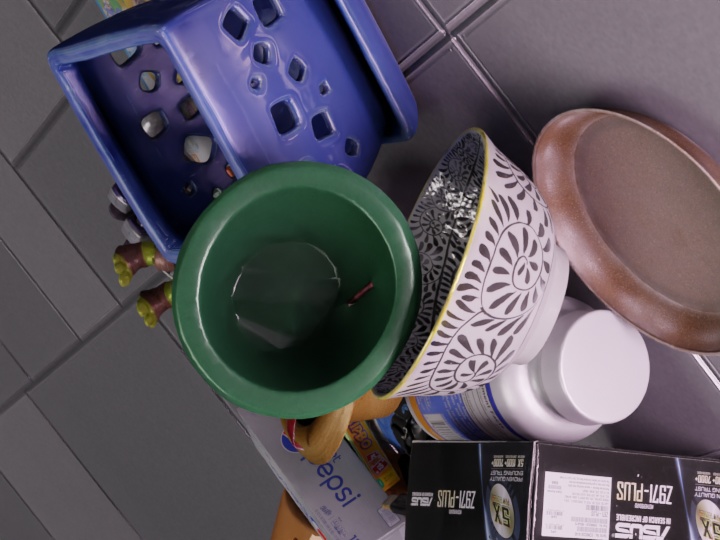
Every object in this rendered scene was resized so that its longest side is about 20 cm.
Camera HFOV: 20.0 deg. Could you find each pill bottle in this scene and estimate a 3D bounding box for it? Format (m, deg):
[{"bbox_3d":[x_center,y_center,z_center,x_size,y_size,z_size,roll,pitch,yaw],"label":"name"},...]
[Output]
[{"bbox_3d":[0.126,0.076,1.543,0.112,0.112,0.200,57,152,-13],"label":"pill bottle"}]

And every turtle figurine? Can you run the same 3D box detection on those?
[{"bbox_3d":[-0.126,-0.017,1.748,0.200,0.160,0.065,60,-161,-48],"label":"turtle figurine"}]

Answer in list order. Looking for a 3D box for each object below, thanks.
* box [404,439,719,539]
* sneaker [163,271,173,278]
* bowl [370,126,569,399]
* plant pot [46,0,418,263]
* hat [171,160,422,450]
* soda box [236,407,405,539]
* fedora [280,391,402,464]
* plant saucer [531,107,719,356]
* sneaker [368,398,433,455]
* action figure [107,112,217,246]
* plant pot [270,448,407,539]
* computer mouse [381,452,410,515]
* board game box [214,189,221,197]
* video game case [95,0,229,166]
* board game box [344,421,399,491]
[{"bbox_3d":[0.159,0.176,1.516,0.163,0.199,0.087,-6,77,58],"label":"box"},{"bbox_3d":[-0.116,0.009,1.876,0.077,0.080,0.200,-41,79,21],"label":"sneaker"},{"bbox_3d":[0.086,0.009,1.430,0.094,0.202,0.201,19,155,-12],"label":"bowl"},{"bbox_3d":[-0.085,-0.134,1.529,0.200,0.180,0.201,1,126,56],"label":"plant pot"},{"bbox_3d":[-0.051,0.016,1.453,0.165,0.200,0.176,35,-177,-4],"label":"hat"},{"bbox_3d":[-0.029,0.186,1.797,0.200,0.063,0.068,49,168,38],"label":"soda box"},{"bbox_3d":[-0.006,0.051,1.589,0.200,0.081,0.202,-175,90,-68],"label":"fedora"},{"bbox_3d":[0.201,-0.031,1.383,0.200,0.032,0.201,37,149,26],"label":"plant saucer"},{"bbox_3d":[0.030,0.086,1.734,0.111,0.077,0.201,26,149,49],"label":"sneaker"},{"bbox_3d":[-0.182,-0.092,1.759,0.130,0.069,0.200,53,155,16],"label":"action figure"},{"bbox_3d":[-0.003,0.258,1.892,0.200,0.200,0.141,28,133,37],"label":"plant pot"},{"bbox_3d":[0.071,0.198,1.733,0.200,0.140,0.046,16,106,58],"label":"computer mouse"},{"bbox_3d":[-0.094,-0.079,1.776,0.200,0.029,0.134,55,152,-7],"label":"board game box"},{"bbox_3d":[-0.142,-0.162,1.695,0.143,0.018,0.201,1,125,56],"label":"video game case"},{"bbox_3d":[-0.029,0.126,1.876,0.096,0.030,0.200,60,168,-26],"label":"board game box"}]
